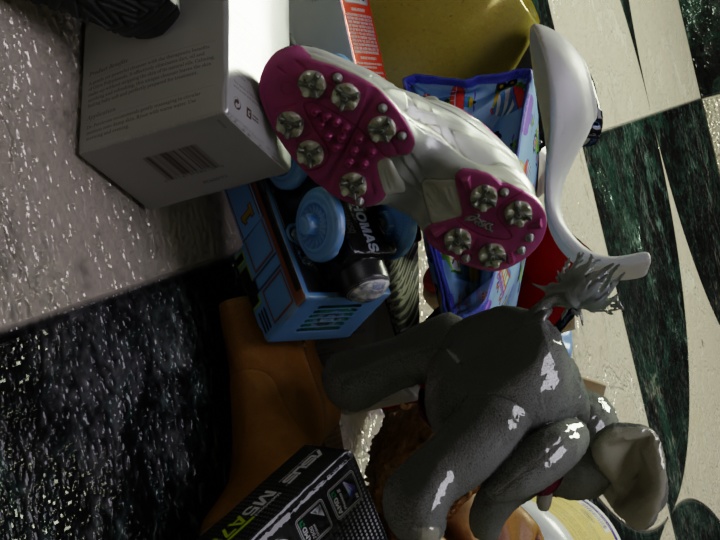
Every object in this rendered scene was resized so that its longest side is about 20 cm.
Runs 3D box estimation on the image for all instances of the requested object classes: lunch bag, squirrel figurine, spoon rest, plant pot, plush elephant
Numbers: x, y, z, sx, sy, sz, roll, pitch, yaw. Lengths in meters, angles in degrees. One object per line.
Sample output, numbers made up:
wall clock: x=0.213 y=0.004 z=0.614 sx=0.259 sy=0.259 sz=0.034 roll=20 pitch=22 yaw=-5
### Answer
lunch bag: x=0.082 y=-0.015 z=1.152 sx=0.151 sy=0.093 sz=0.202 roll=74 pitch=14 yaw=-65
squirrel figurine: x=0.038 y=0.185 z=1.117 sx=0.186 sy=0.140 sz=0.202 roll=-17 pitch=101 yaw=-68
spoon rest: x=0.151 y=-0.085 z=1.195 sx=0.099 sy=0.060 sz=0.201 roll=77 pitch=-4 yaw=-71
plant pot: x=0.052 y=-0.195 z=1.262 sx=0.201 sy=0.141 sz=0.200 roll=55 pitch=15 yaw=-23
plush elephant: x=0.097 y=0.099 z=1.010 sx=0.155 sy=0.199 sz=0.165 roll=59 pitch=-6 yaw=-37

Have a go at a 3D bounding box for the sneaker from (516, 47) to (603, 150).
sneaker: x=0.141 y=-0.106 z=1.328 sx=0.111 sy=0.073 sz=0.201 roll=23 pitch=62 yaw=-16

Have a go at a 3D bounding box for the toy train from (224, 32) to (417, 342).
toy train: x=-0.040 y=-0.055 z=1.063 sx=0.086 sy=0.114 sz=0.201 roll=-1 pitch=58 yaw=-39

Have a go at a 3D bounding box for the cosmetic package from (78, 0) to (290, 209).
cosmetic package: x=-0.106 y=-0.154 z=1.018 sx=0.085 sy=0.107 sz=0.202 roll=41 pitch=43 yaw=-54

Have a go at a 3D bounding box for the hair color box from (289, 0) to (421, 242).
hair color box: x=-0.037 y=-0.105 z=1.156 sx=0.064 sy=0.110 sz=0.202 roll=-10 pitch=87 yaw=-68

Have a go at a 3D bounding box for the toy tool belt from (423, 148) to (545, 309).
toy tool belt: x=0.078 y=-0.072 z=1.413 sx=0.123 sy=0.124 sz=0.201 roll=44 pitch=57 yaw=-32

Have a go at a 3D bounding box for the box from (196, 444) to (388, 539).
box: x=-0.045 y=0.234 z=0.939 sx=0.193 sy=0.047 sz=0.201 roll=-39 pitch=118 yaw=-40

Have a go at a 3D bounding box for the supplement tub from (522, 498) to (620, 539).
supplement tub: x=0.122 y=0.247 z=1.306 sx=0.200 sy=0.144 sz=0.147 roll=11 pitch=68 yaw=-66

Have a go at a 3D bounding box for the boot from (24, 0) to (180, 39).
boot: x=-0.176 y=-0.249 z=0.949 sx=0.164 sy=0.065 sz=0.202 roll=25 pitch=51 yaw=-49

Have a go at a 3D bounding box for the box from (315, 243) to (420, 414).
box: x=0.000 y=0.000 z=1.243 sx=0.082 sy=0.068 sz=0.202 roll=44 pitch=40 yaw=-52

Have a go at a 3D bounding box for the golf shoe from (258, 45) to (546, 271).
golf shoe: x=0.024 y=-0.077 z=1.004 sx=0.199 sy=0.075 sz=0.092 roll=34 pitch=30 yaw=-18

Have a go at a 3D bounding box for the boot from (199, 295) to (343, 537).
boot: x=-0.068 y=0.089 z=1.049 sx=0.201 sy=0.070 sz=0.145 roll=-8 pitch=79 yaw=-71

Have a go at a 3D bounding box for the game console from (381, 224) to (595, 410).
game console: x=0.116 y=0.060 z=1.295 sx=0.118 sy=0.200 sz=0.172 roll=36 pitch=7 yaw=-34

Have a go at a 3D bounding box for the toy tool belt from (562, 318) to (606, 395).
toy tool belt: x=0.164 y=0.046 z=1.548 sx=0.125 sy=0.122 sz=0.202 roll=35 pitch=46 yaw=-59
